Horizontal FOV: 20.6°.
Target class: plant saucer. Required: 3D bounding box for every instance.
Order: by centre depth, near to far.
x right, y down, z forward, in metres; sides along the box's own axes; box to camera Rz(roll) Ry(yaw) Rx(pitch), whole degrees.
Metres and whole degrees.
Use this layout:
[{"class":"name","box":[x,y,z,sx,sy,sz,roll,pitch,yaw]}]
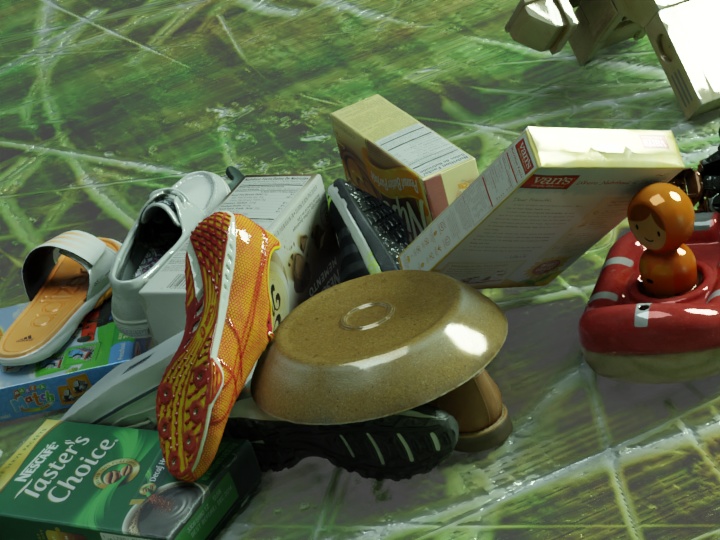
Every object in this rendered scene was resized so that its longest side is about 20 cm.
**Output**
[{"class":"plant saucer","box":[0.009,0.047,1.469,0.198,0.036,0.201,-14,23,6]}]

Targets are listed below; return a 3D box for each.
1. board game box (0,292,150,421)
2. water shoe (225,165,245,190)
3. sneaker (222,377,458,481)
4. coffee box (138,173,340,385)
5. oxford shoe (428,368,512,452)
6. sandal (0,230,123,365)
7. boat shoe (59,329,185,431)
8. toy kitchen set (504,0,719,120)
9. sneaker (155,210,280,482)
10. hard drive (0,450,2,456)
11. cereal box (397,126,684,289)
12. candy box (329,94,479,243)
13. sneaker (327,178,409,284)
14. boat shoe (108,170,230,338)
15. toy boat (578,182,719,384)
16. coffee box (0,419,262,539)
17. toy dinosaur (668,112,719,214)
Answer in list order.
[{"class":"board game box","box":[-0.282,0.074,1.721,0.198,0.037,0.152,-13,27,5]},{"class":"water shoe","box":[-0.150,-0.026,1.780,0.079,0.072,0.200,39,39,12]},{"class":"sneaker","box":[-0.016,0.104,1.476,0.199,0.074,0.080,3,45,31]},{"class":"coffee box","box":[-0.093,0.014,1.654,0.079,0.114,0.200,0,30,27]},{"class":"oxford shoe","box":[0.030,0.079,1.519,0.199,0.072,0.071,9,37,41]},{"class":"sandal","box":[-0.262,0.009,1.728,0.078,0.060,0.207,-4,28,18]},{"class":"boat shoe","box":[-0.164,0.102,1.558,0.199,0.066,0.072,-30,12,41]},{"class":"toy kitchen set","box":[0.257,-0.203,1.925,0.162,0.182,0.200,-20,-12,-17]},{"class":"sneaker","box":[-0.097,0.058,1.452,0.073,0.077,0.202,1,73,50]},{"class":"hard drive","box":[-0.344,0.214,1.452,0.131,0.025,0.200,-32,20,26]},{"class":"cereal box","box":[0.137,-0.045,1.535,0.143,0.040,0.200,-2,-27,-33]},{"class":"candy box","box":[0.046,-0.068,1.732,0.055,0.116,0.200,-24,29,-16]},{"class":"sneaker","box":[0.000,0.000,1.650,0.083,0.071,0.200,-50,35,18]},{"class":"boat shoe","box":[-0.163,-0.031,1.674,0.071,0.069,0.200,9,42,22]},{"class":"toy boat","box":[0.233,-0.004,1.501,0.129,0.132,0.200,-3,30,22]},{"class":"coffee box","box":[-0.188,0.169,1.488,0.199,0.044,0.123,3,34,32]},{"class":"toy dinosaur","box":[0.307,-0.070,1.588,0.199,0.136,0.103,-18,68,-23]}]
